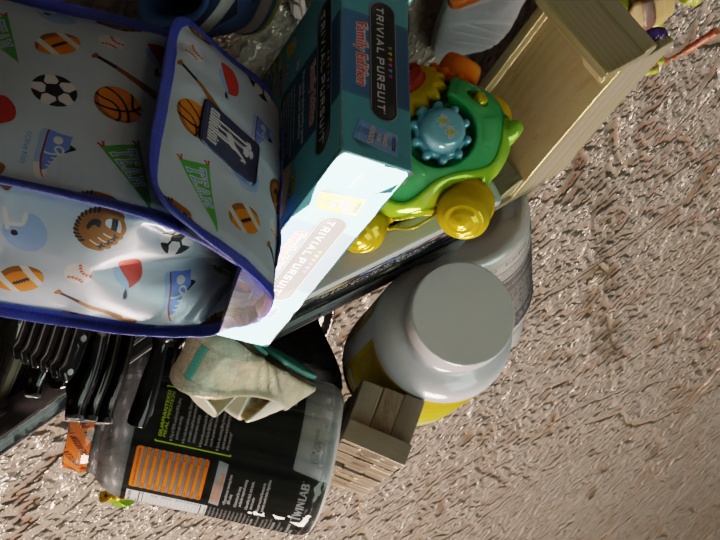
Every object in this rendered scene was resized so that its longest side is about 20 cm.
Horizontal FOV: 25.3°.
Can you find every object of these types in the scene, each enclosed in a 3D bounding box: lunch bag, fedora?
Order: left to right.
[{"bbox_3d":[-0.139,-0.058,0.886,0.200,0.170,0.124,13,134,-13],"label":"lunch bag"},{"bbox_3d":[-0.076,0.090,1.357,0.201,0.092,0.201,-30,151,-18],"label":"fedora"}]

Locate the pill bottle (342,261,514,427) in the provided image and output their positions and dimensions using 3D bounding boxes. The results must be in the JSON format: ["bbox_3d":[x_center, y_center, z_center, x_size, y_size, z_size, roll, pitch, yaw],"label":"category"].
[{"bbox_3d":[0.056,0.057,1.280,0.112,0.112,0.200,-31,174,-18],"label":"pill bottle"}]

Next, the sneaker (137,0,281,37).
[{"bbox_3d":[-0.076,-0.211,0.926,0.082,0.074,0.200,-17,144,-34],"label":"sneaker"}]

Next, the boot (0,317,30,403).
[{"bbox_3d":[-0.190,0.003,1.106,0.151,0.073,0.200,-12,133,-42],"label":"boot"}]

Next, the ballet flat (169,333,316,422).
[{"bbox_3d":[-0.086,0.073,1.113,0.062,0.067,0.200,-58,160,-3],"label":"ballet flat"}]

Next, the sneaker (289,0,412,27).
[{"bbox_3d":[-0.001,-0.178,1.046,0.078,0.091,0.200,-44,154,1],"label":"sneaker"}]

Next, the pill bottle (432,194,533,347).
[{"bbox_3d":[0.096,-0.002,1.416,0.113,0.113,0.200,-34,152,-12],"label":"pill bottle"}]

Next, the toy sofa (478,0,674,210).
[{"bbox_3d":[0.148,-0.141,1.259,0.098,0.083,0.200,-30,166,-38],"label":"toy sofa"}]

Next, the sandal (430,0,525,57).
[{"bbox_3d":[0.087,-0.218,1.149,0.079,0.059,0.207,-11,165,-18],"label":"sandal"}]

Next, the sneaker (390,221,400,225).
[{"bbox_3d":[-0.011,-0.052,1.246,0.200,0.074,0.087,-33,159,-4],"label":"sneaker"}]

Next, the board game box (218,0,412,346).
[{"bbox_3d":[-0.035,-0.068,0.983,0.047,0.151,0.200,16,142,-22],"label":"board game box"}]

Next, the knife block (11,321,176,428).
[{"bbox_3d":[-0.139,0.003,1.033,0.200,0.064,0.176,-41,132,-31],"label":"knife block"}]

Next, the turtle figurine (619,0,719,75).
[{"bbox_3d":[0.223,-0.217,1.306,0.161,0.064,0.200,-25,159,-12],"label":"turtle figurine"}]

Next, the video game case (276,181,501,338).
[{"bbox_3d":[0.000,0.000,1.208,0.200,0.023,0.182,-26,174,-10],"label":"video game case"}]

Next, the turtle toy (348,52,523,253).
[{"bbox_3d":[0.015,-0.092,1.122,0.200,0.146,0.101,-7,126,18],"label":"turtle toy"}]

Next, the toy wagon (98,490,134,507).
[{"bbox_3d":[-0.146,0.177,1.382,0.155,0.040,0.200,-13,168,32],"label":"toy wagon"}]

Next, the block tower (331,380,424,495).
[{"bbox_3d":[0.003,0.138,1.304,0.200,0.054,0.058,125,-13,-73],"label":"block tower"}]

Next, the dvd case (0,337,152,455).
[{"bbox_3d":[-0.209,0.069,1.137,0.200,0.016,0.149,-35,-164,-8],"label":"dvd case"}]

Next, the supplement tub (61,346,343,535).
[{"bbox_3d":[-0.121,0.126,1.234,0.200,0.123,0.123,14,135,-6],"label":"supplement tub"}]
